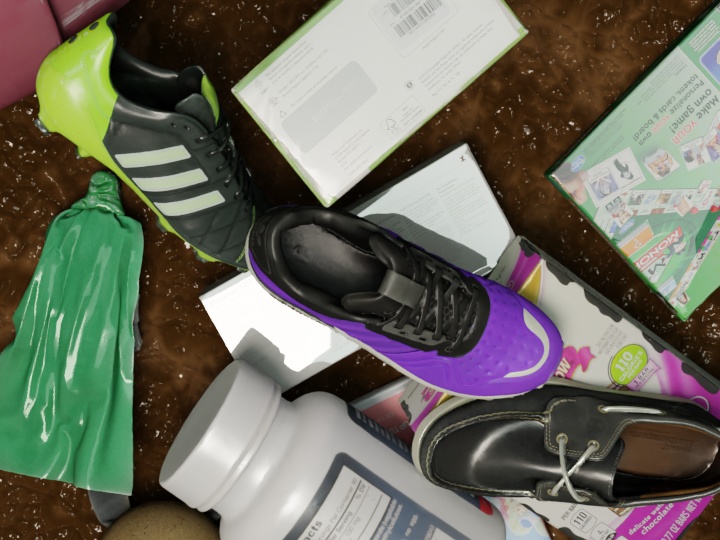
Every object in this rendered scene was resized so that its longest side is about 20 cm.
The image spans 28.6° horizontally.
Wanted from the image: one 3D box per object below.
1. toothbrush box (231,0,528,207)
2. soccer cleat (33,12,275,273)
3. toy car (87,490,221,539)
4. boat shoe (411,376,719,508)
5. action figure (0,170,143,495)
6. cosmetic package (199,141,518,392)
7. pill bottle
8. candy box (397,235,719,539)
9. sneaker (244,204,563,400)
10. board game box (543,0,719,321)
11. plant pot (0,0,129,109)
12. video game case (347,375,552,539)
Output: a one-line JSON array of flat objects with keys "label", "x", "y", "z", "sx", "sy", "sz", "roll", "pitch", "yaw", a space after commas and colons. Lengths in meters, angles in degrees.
[{"label": "toothbrush box", "x": 0.008, "y": -0.120, "z": 0.837, "sx": 0.145, "sy": 0.200, "sz": 0.086, "roll": -40, "pitch": 94, "yaw": 3}, {"label": "soccer cleat", "x": -0.099, "y": -0.068, "z": 0.826, "sx": 0.081, "sy": 0.068, "sz": 0.199, "roll": -36, "pitch": 126, "yaw": 23}, {"label": "toy car", "x": -0.128, "y": 0.212, "z": 0.922, "sx": 0.162, "sy": 0.158, "sz": 0.203, "roll": -3, "pitch": 68, "yaw": -7}, {"label": "boat shoe", "x": 0.130, "y": 0.107, "z": 0.843, "sx": 0.197, "sy": 0.068, "sz": 0.073, "roll": 2, "pitch": 105, "yaw": -8}, {"label": "action figure", "x": -0.182, "y": 0.034, "z": 0.919, "sx": 0.116, "sy": 0.055, "sz": 0.203, "roll": 10, "pitch": 87, "yaw": 8}, {"label": "cosmetic package", "x": 0.000, "y": 0.000, "z": 0.924, "sx": 0.198, "sy": 0.051, "sz": 0.083, "roll": -29, "pitch": 99, "yaw": 1}, {"label": "pill bottle", "x": -0.019, "y": 0.147, "z": 0.875, "sx": 0.199, "sy": 0.120, "sz": 0.120, "roll": 36, "pitch": 94, "yaw": -12}, {"label": "candy box", "x": 0.143, "y": 0.092, "z": 0.907, "sx": 0.199, "sy": 0.061, "sz": 0.137, "roll": 34, "pitch": 98, "yaw": -16}, {"label": "sneaker", "x": 0.025, "y": 0.018, "z": 0.795, "sx": 0.198, "sy": 0.100, "sz": 0.070, "roll": 22, "pitch": 82, "yaw": -2}, {"label": "board game box", "x": 0.237, "y": -0.086, "z": 0.931, "sx": 0.200, "sy": 0.029, "sz": 0.135, "roll": -44, "pitch": 96, "yaw": 3}, {"label": "plant pot", "x": -0.189, "y": -0.224, "z": 0.838, "sx": 0.178, "sy": 0.200, "sz": 0.202, "roll": -29, "pitch": 96, "yaw": -13}, {"label": "video game case", "x": 0.049, "y": 0.174, "z": 0.959, "sx": 0.141, "sy": 0.017, "sz": 0.202, "roll": -25, "pitch": 96, "yaw": 1}]
